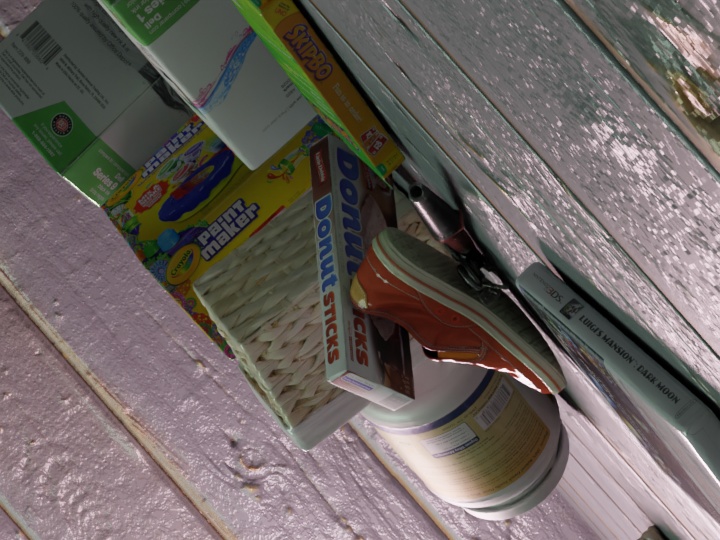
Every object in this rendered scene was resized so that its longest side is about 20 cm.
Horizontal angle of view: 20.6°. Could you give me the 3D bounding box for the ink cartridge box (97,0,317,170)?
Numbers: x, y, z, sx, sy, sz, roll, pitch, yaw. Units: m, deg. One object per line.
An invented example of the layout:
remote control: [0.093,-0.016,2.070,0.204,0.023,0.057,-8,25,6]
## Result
ink cartridge box: [-0.131,-0.190,1.502,0.200,0.084,0.145,50,178,-43]

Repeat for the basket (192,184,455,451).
basket: [-0.021,0.022,1.615,0.124,0.200,0.136,55,174,-35]

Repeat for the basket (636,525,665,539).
basket: [0.306,0.391,2.042,0.200,0.161,0.198,48,178,13]

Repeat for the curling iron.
curling iron: [0.063,-0.024,1.315,0.050,0.026,0.200,51,180,24]

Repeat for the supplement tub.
supplement tub: [0.090,0.119,1.740,0.200,0.144,0.144,50,177,-42]

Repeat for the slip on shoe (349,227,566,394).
slip on shoe: [0.072,0.039,1.426,0.199,0.061,0.074,31,-159,-32]

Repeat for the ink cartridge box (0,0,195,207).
ink cartridge box: [-0.204,-0.178,1.673,0.146,0.200,0.084,47,-179,28]

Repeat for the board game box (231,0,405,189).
board game box: [-0.035,-0.136,1.305,0.096,0.030,0.200,47,175,42]

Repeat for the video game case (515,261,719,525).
video game case: [0.184,0.097,1.124,0.200,0.023,0.182,49,178,-37]

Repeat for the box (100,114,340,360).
box: [-0.104,-0.058,1.763,0.122,0.200,0.193,49,177,-28]

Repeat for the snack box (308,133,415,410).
snack box: [0.000,0.000,1.438,0.072,0.024,0.201,26,-133,-40]
